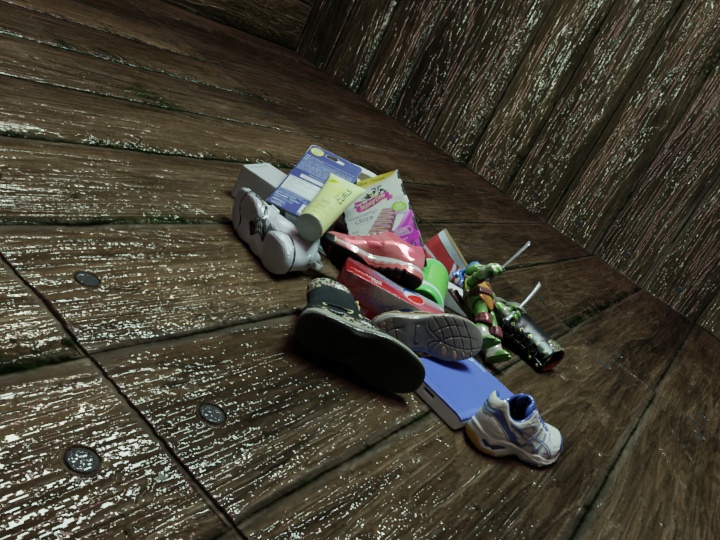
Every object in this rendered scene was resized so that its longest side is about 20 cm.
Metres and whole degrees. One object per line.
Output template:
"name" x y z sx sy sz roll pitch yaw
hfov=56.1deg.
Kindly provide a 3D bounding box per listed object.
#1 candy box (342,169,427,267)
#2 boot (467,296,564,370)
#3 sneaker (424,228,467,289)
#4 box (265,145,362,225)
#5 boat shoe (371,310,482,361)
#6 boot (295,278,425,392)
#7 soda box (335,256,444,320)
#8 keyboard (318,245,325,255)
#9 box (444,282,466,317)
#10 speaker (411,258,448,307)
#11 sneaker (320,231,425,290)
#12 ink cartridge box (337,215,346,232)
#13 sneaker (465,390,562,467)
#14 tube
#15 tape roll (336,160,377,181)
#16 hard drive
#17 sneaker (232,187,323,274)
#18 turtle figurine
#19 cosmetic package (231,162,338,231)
"candy box" 0.038 -0.085 1.304 0.062 0.132 0.204 75 -2 -56
"boot" 0.319 0.131 1.374 0.200 0.075 0.154 5 34 -47
"sneaker" 0.190 0.021 1.483 0.203 0.111 0.071 57 11 -15
"box" -0.084 -0.153 1.277 0.119 0.033 0.202 25 48 7
"boat shoe" 0.105 0.099 1.100 0.194 0.078 0.072 11 4 -15
"boot" 0.001 0.088 0.997 0.200 0.075 0.154 27 17 -11
"soda box" 0.048 0.059 1.157 0.196 0.071 0.064 27 20 -9
"keyboard" 0.000 0.000 1.327 0.197 0.011 0.056 32 14 3
"box" 0.146 0.028 1.420 0.196 0.042 0.039 29 19 -1
"speaker" 0.124 0.039 1.294 0.087 0.090 0.200 30 19 2
"sneaker" 0.025 -0.033 1.204 0.195 0.074 0.088 20 56 3
"ink cartridge box" -0.006 -0.107 1.437 0.198 0.068 0.116 36 -3 15
"sneaker" 0.248 0.231 1.002 0.196 0.090 0.075 16 21 -38
"tube" -0.055 -0.121 1.200 0.059 0.051 0.201 60 31 -17
"tape roll" 0.009 -0.200 1.729 0.198 0.072 0.203 26 20 -10
"hard drive" 0.159 0.185 1.078 0.132 0.026 0.197 42 23 30
"sneaker" -0.144 -0.065 1.183 0.113 0.076 0.201 8 34 -48
"turtle figurine" 0.266 0.059 1.263 0.193 0.145 0.199 4 57 -1
"cosmetic package" -0.146 -0.133 1.332 0.198 0.075 0.101 35 22 14
